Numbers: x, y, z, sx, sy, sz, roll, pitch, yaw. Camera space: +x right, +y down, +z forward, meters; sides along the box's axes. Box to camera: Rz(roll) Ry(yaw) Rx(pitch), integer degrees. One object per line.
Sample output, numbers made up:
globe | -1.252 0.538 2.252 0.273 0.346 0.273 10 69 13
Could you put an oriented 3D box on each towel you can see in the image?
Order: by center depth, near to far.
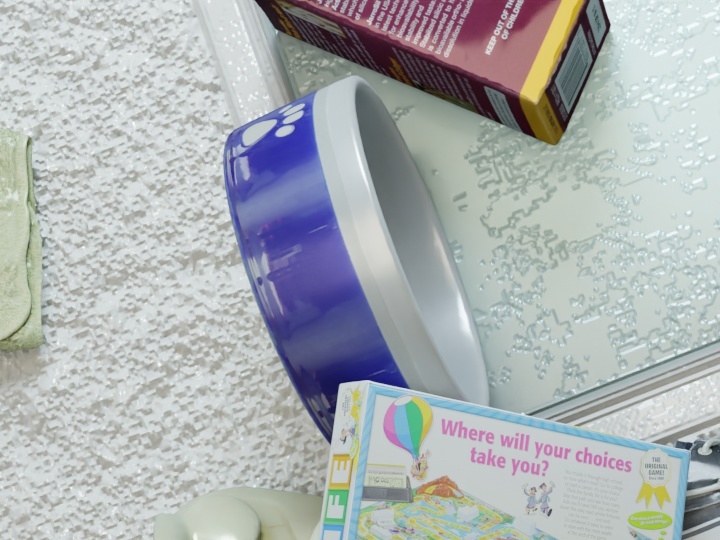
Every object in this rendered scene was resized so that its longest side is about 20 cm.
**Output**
towel | -0.296 -0.010 1.149 0.198 0.036 0.150 -9 79 10

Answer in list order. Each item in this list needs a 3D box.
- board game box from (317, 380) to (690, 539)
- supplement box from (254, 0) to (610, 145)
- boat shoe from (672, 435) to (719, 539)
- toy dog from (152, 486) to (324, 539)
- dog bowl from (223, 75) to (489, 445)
board game box | 0.074 0.142 0.924 0.198 0.034 0.136 14 78 -25
supplement box | 0.038 -0.159 1.061 0.198 0.110 0.086 25 87 14
boat shoe | 0.195 0.124 1.010 0.198 0.072 0.068 -23 79 15
toy dog | -0.007 0.181 1.008 0.197 0.194 0.141 -6 101 -3
dog bowl | 0.000 0.000 1.000 0.078 0.200 0.202 -21 78 11
